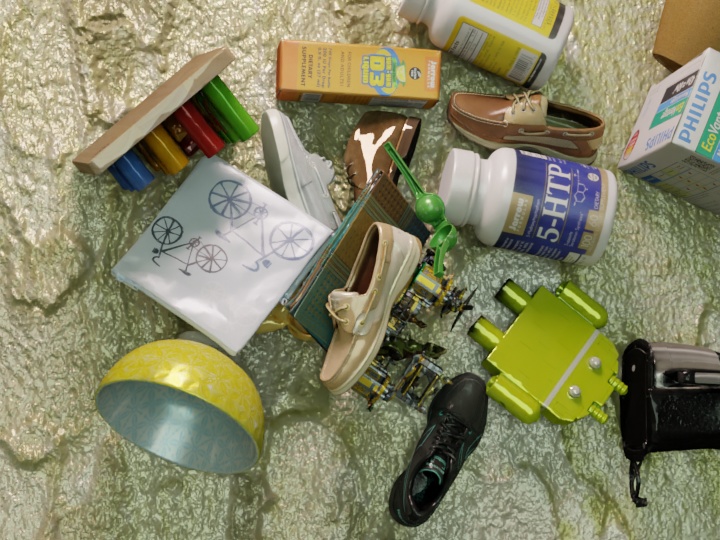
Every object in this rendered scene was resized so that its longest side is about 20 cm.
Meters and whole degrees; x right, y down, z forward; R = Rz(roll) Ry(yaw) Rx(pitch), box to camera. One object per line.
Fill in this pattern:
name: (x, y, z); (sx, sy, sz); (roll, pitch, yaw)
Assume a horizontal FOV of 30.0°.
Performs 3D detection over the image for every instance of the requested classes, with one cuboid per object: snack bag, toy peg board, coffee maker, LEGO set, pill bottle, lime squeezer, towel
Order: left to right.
toy peg board: (-0.216, -0.151, 1.543); (0.199, 0.200, 0.098); (-42, 105, -9)
snack bag: (-0.155, -0.018, 1.543); (0.188, 0.021, 0.201); (32, 67, 10)
towel: (0.000, 0.000, 1.561); (0.022, 0.147, 0.201); (21, 72, 37)
LEGO set: (0.075, 0.088, 1.572); (0.115, 0.154, 0.201); (33, 84, -3)
lime squeezer: (0.075, -0.061, 1.559); (0.070, 0.038, 0.201); (11, 46, -36)
pill bottle: (0.151, -0.308, 1.641); (0.199, 0.111, 0.112); (24, 82, -5)
pill bottle: (0.197, -0.082, 1.619); (0.198, 0.120, 0.121); (11, 83, -6)
coffee maker: (0.423, 0.178, 1.630); (0.198, 0.135, 0.194); (2, 107, -6)

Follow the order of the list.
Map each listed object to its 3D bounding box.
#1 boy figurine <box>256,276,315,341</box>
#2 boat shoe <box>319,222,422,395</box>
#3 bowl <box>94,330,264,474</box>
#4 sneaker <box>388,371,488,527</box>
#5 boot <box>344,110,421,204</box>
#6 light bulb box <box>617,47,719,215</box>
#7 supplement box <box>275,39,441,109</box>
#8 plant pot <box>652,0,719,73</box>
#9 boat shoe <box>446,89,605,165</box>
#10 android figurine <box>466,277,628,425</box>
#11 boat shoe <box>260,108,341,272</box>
boy figurine: (-0.113, 0.024, 1.597); (0.200, 0.064, 0.125); (39, 78, 1)
boat shoe: (-0.004, 0.039, 1.508); (0.069, 0.074, 0.201); (30, 78, -27)
bowl: (-0.191, 0.135, 1.527); (0.199, 0.200, 0.108); (23, 58, -4)
sneaker: (0.102, 0.214, 1.597); (0.075, 0.079, 0.201); (26, 80, -3)
boot: (0.008, -0.104, 1.622); (0.075, 0.074, 0.201); (17, 68, 7)
light bulb box: (0.447, -0.151, 1.618); (0.199, 0.198, 0.126); (24, 82, -5)
supplement box: (-0.003, -0.239, 1.637); (0.198, 0.069, 0.067); (2, 86, -9)
plant pot: (0.453, -0.330, 1.661); (0.186, 0.186, 0.201); (32, 95, -3)
boat shoe: (0.206, -0.188, 1.643); (0.198, 0.074, 0.076); (13, 47, -11)
android figurine: (0.232, 0.104, 1.631); (0.200, 0.041, 0.182); (40, 71, 4)
boat shoe: (-0.064, -0.101, 1.619); (0.071, 0.070, 0.203); (-18, 91, -19)
